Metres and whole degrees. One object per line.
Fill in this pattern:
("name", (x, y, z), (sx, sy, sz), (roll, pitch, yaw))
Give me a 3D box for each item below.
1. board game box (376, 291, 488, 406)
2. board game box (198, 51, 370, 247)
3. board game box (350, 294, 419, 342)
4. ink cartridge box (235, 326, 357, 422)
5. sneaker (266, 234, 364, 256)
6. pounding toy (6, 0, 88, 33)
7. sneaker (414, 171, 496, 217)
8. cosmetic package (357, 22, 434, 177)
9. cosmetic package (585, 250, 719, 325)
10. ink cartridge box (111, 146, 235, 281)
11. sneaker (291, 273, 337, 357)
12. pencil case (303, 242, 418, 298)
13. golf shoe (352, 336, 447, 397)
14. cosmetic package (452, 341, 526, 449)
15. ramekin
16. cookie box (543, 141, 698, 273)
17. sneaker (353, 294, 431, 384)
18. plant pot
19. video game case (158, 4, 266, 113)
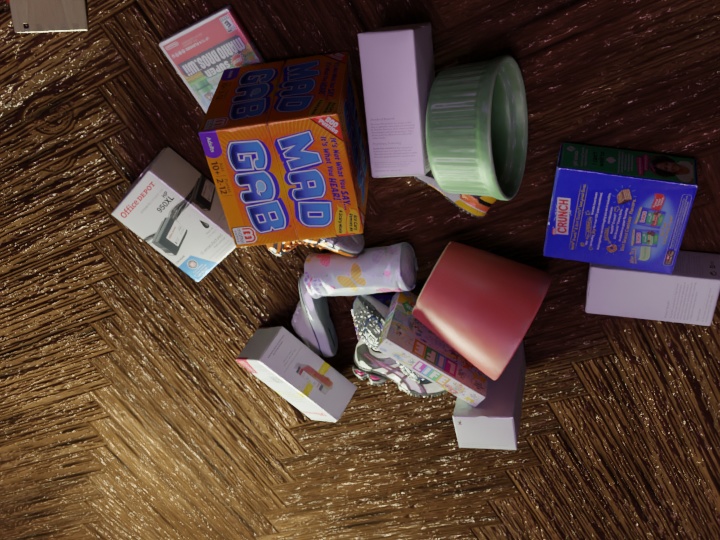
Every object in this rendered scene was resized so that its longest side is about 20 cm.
("board game box", (0.132, 0.130, 1.502), (0.199, 0.135, 0.034), (31, 131, -10))
("board game box", (-0.103, -0.182, 1.314), (0.199, 0.200, 0.201), (-6, 127, 9))
("board game box", (0.093, 0.111, 1.618), (0.199, 0.045, 0.135), (1, 129, 17))
("ink cartridge box", (-0.125, 0.201, 1.701), (0.200, 0.084, 0.145), (41, 159, -17))
("sneaker", (-0.091, -0.063, 1.522), (0.199, 0.078, 0.112), (30, 136, 6))
("pounding toy", (-0.471, -0.445, 1.254), (0.141, 0.200, 0.185), (-5, 133, -15))
("sneaker", (0.135, -0.170, 1.368), (0.200, 0.070, 0.090), (34, 110, -8))
("cosmetic package", (0.060, -0.243, 1.246), (0.084, 0.108, 0.201), (-1, 107, 20))
("cosmetic package", (0.469, 0.021, 1.409), (0.199, 0.074, 0.102), (8, 130, 14))
("ink cartridge box", (-0.315, -0.097, 1.548), (0.200, 0.084, 0.144), (40, 129, -16))
("sneaker", (-0.097, 0.089, 1.642), (0.070, 0.073, 0.201), (-2, 128, 14))
("pencil case", (0.000, 0.000, 1.530), (0.199, 0.091, 0.084), (-7, 109, 21))
("golf shoe", (0.084, 0.172, 1.594), (0.199, 0.077, 0.088), (10, 124, 8))
("cosmetic package", (0.233, 0.215, 1.558), (0.107, 0.200, 0.085), (0, 129, 18))
("ramekin", (0.166, -0.200, 1.241), (0.097, 0.200, 0.201), (2, 130, 25))
("cookie box", (0.390, -0.095, 1.333), (0.199, 0.075, 0.172), (9, 131, 10))
("sneaker", (0.069, 0.113, 1.552), (0.200, 0.087, 0.075), (44, 132, 5))
("plant pot", (0.194, 0.053, 1.454), (0.177, 0.201, 0.201), (28, 132, 8))
("video game case", (-0.208, -0.304, 1.387), (0.142, 0.017, 0.200), (-17, 122, 28))
